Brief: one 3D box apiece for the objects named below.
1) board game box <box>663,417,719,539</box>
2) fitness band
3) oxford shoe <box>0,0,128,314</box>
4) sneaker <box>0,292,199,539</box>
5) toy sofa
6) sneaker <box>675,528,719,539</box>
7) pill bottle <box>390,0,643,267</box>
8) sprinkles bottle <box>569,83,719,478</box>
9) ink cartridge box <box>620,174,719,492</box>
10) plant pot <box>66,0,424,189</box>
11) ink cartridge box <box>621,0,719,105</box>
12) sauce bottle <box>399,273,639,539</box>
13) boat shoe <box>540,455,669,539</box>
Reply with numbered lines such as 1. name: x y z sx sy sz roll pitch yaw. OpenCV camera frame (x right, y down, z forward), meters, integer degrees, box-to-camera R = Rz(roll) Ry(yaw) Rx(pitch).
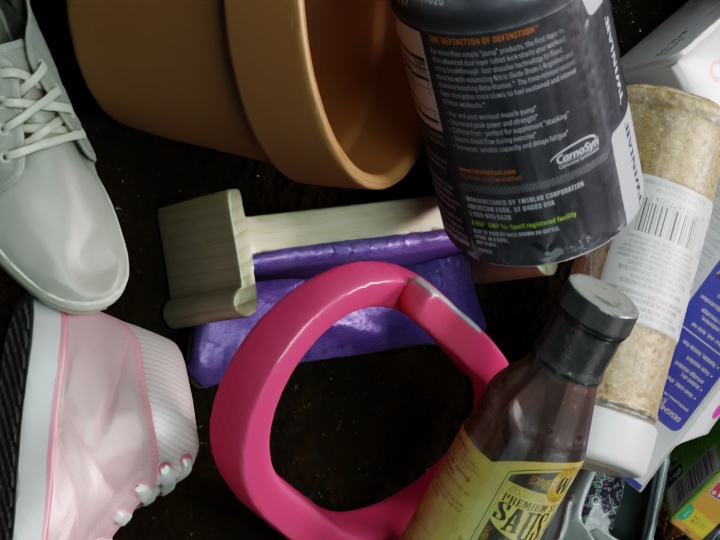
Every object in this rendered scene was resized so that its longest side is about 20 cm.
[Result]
1. board game box: 0.241 0.055 1.493 0.030 0.096 0.200 36 109 -14
2. fitness band: 0.003 0.074 1.377 0.144 0.037 0.200 -47 141 -1
3. oxford shoe: -0.167 -0.073 1.320 0.075 0.058 0.201 -22 86 -37
4. sneaker: -0.132 0.117 1.333 0.104 0.075 0.201 14 75 -24
5. toy sofa: 0.000 0.000 1.421 0.199 0.083 0.098 -7 88 -32
6. sneaker: 0.214 0.235 1.535 0.146 0.077 0.203 -59 137 -42
7. pill bottle: 0.073 -0.110 1.326 0.106 0.106 0.201 -36 129 -29
8. sprinkles bottle: 0.143 0.006 1.436 0.068 0.068 0.201 20 80 -28
9. ink cartridge box: 0.181 0.015 1.472 0.200 0.095 0.037 -52 152 2
10. plant pot: -0.053 -0.140 1.339 0.200 0.139 0.201 1 90 -67
11. ink cartridge box: 0.250 -0.072 1.579 0.146 0.083 0.201 -40 106 -27
12. sauce bottle: 0.076 0.096 1.372 0.066 0.066 0.201 14 115 -30
13. boat shoe: 0.125 0.153 1.490 0.070 0.071 0.202 21 75 -28
